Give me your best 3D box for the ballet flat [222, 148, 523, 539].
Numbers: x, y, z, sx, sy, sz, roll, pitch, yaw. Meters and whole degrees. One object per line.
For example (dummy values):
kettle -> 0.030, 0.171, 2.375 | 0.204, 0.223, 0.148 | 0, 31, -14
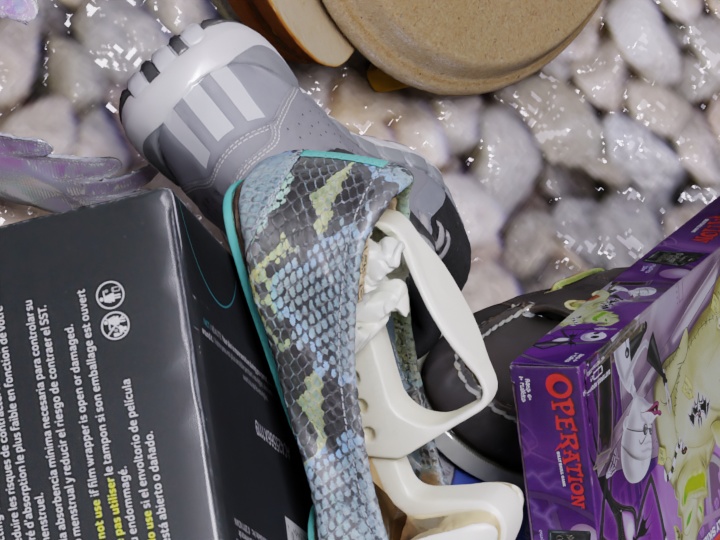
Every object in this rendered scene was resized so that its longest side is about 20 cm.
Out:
ballet flat -> 0.013, 0.058, 0.854 | 0.074, 0.074, 0.200 | -26, 108, -30

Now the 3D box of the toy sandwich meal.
toy sandwich meal -> 0.026, -0.156, 1.069 | 0.205, 0.070, 0.206 | -8, 102, -41

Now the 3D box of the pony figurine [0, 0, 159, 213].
pony figurine -> -0.175, -0.066, 0.920 | 0.193, 0.167, 0.200 | 17, 45, 13

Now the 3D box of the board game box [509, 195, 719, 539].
board game box -> 0.108, 0.055, 0.939 | 0.200, 0.032, 0.120 | -34, 124, -57

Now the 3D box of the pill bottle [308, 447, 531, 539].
pill bottle -> 0.042, 0.135, 0.969 | 0.200, 0.112, 0.112 | 35, 61, -10

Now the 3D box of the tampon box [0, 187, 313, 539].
tampon box -> -0.124, 0.074, 0.844 | 0.200, 0.150, 0.126 | -12, 74, 9

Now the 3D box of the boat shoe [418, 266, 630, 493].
boat shoe -> 0.087, 0.031, 1.007 | 0.072, 0.061, 0.201 | 54, 29, 17

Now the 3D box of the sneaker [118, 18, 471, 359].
sneaker -> 0.000, 0.000, 0.958 | 0.116, 0.075, 0.200 | 51, 10, 35
